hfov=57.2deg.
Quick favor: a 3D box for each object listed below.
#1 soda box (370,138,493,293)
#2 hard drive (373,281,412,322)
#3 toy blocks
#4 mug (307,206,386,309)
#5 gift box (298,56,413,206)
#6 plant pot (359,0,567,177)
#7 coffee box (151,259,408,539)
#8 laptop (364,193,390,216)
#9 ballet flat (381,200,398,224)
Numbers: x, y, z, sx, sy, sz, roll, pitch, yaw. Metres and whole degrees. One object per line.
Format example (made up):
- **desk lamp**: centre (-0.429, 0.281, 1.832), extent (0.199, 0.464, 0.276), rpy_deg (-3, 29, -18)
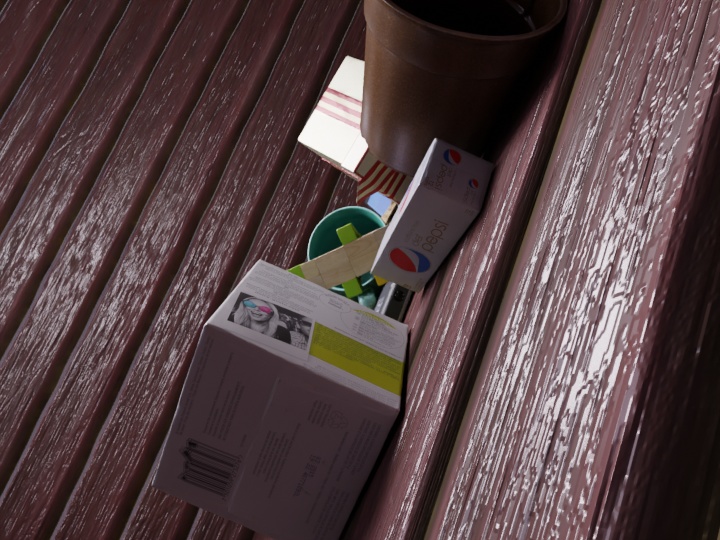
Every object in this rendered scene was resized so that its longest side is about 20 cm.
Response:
- **soda box**: centre (0.072, -0.051, 0.725), extent (0.200, 0.068, 0.064), rpy_deg (117, 175, -61)
- **hard drive**: centre (0.015, 0.114, 0.921), extent (0.140, 0.033, 0.201), rpy_deg (130, 163, -82)
- **toy blocks**: centre (0.000, -0.023, 1.034), extent (0.199, 0.101, 0.137), rpy_deg (-24, 2, 16)
- **mug**: centre (-0.008, -0.006, 1.166), extent (0.114, 0.151, 0.186), rpy_deg (47, -125, -65)
- **gift box**: centre (0.037, -0.196, 1.042), extent (0.186, 0.184, 0.201), rpy_deg (33, 99, 44)
- **plant pot**: centre (0.084, -0.218, 0.698), extent (0.199, 0.199, 0.201), rpy_deg (104, -175, -51)
- **coffee box**: centre (-0.077, 0.140, 0.723), extent (0.198, 0.199, 0.201), rpy_deg (-71, 5, -70)
- **laptop**: centre (0.069, -0.157, 1.406), extent (0.200, 0.103, 0.178), rpy_deg (-71, 4, -58)
- **ballet flat**: centre (0.087, -0.114, 1.260), extent (0.200, 0.070, 0.066), rpy_deg (115, 148, -57)
